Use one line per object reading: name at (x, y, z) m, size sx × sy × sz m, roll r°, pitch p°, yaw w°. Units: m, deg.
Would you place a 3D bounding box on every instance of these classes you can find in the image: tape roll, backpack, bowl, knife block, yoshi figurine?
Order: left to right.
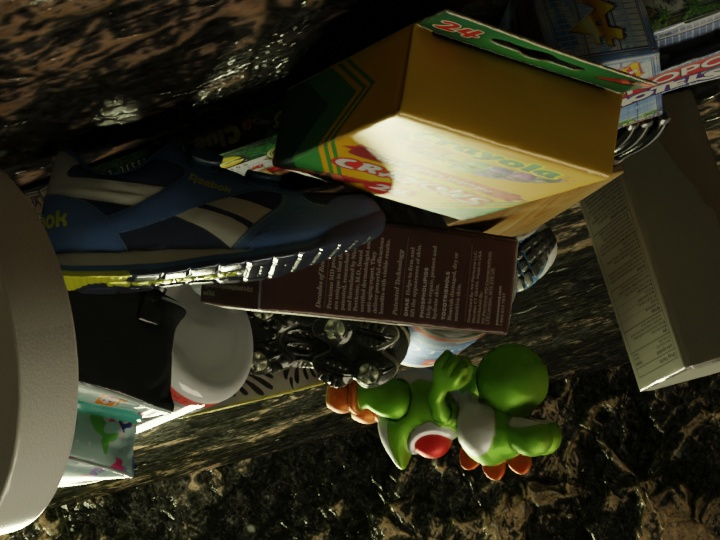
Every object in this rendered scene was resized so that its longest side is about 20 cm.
tape roll at (-0.216, 0.041, 0.957) m, size 0.037 × 0.204 × 0.202 m, roll -7°, pitch 167°, yaw -43°
backpack at (-0.229, 0.061, 1.175) m, size 0.199 × 0.152 × 0.177 m, roll -2°, pitch 163°, yaw 44°
bowl at (-0.127, 0.071, 1.590) m, size 0.199 × 0.095 × 0.201 m, roll -13°, pitch 178°, yaw -1°
yoshi figurine at (0.078, 0.096, 1.537) m, size 0.199 × 0.113 × 0.113 m, roll 11°, pitch -139°, yaw 27°
knife block at (0.142, -0.084, 1.273) m, size 0.174 × 0.064 × 0.200 m, roll -19°, pitch 170°, yaw 21°

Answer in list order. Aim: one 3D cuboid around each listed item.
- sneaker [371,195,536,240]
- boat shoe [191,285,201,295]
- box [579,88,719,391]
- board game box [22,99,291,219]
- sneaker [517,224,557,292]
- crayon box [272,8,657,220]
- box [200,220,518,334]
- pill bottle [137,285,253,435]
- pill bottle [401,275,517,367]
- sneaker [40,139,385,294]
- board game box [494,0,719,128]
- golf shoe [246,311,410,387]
sneaker at (0.052, -0.022, 1.442) m, size 0.199 × 0.075 × 0.082 m, roll -10°, pitch 167°, yaw -40°
boat shoe at (-0.052, -0.006, 1.424) m, size 0.071 × 0.071 × 0.200 m, roll -1°, pitch -178°, yaw 39°
box at (0.226, -0.021, 1.367) m, size 0.077 × 0.202 × 0.095 m, roll -13°, pitch 170°, yaw -18°
board game box at (-0.100, -0.061, 1.120) m, size 0.199 × 0.024 × 0.105 m, roll -18°, pitch 168°, yaw 10°
sneaker at (0.141, -0.022, 1.666) m, size 0.086 × 0.075 × 0.200 m, roll -22°, pitch 180°, yaw -20°
crayon box at (0.048, -0.076, 0.969) m, size 0.126 × 0.051 × 0.200 m, roll 15°, pitch 168°, yaw -21°
box at (0.000, 0.000, 1.280) m, size 0.199 × 0.076 × 0.100 m, roll 8°, pitch 178°, yaw -27°
pill bottle at (-0.190, 0.074, 1.459) m, size 0.199 × 0.117 × 0.115 m, roll -24°, pitch 168°, yaw 36°
pill bottle at (0.060, 0.023, 1.614) m, size 0.111 × 0.113 × 0.200 m, roll -14°, pitch 170°, yaw -14°
sneaker at (-0.083, -0.035, 1.034) m, size 0.198 × 0.083 × 0.074 m, roll -4°, pitch 169°, yaw -13°
board game box at (0.156, -0.132, 1.028) m, size 0.199 × 0.062 × 0.200 m, roll -18°, pitch 171°, yaw 8°
golf shoe at (-0.056, 0.046, 1.502) m, size 0.198 × 0.078 × 0.088 m, roll 15°, pitch -164°, yaw 12°
